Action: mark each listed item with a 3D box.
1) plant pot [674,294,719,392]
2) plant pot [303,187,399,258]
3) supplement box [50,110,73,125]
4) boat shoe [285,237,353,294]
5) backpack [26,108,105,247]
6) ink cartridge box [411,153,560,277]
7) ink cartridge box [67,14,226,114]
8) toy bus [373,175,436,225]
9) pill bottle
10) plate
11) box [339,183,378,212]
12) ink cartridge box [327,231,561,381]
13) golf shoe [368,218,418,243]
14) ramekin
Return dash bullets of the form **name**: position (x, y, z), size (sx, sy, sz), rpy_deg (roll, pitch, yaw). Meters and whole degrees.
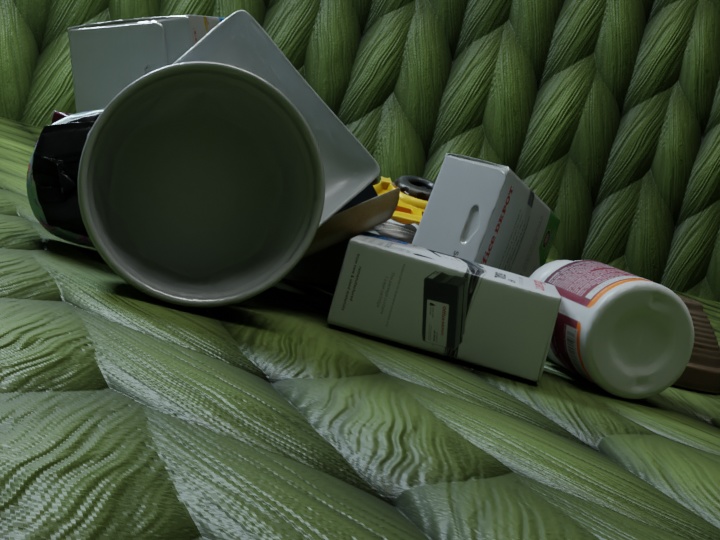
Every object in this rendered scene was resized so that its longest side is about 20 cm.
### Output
- **plant pot**: position (0.333, 0.068, 1.681), size (0.200, 0.093, 0.201), rpy_deg (15, 4, -1)
- **plant pot**: position (-0.048, -0.030, 1.429), size (0.200, 0.028, 0.200), rpy_deg (-24, 3, 1)
- **supplement box**: position (-0.332, -0.134, 1.799), size (0.061, 0.109, 0.200), rpy_deg (16, 6, 8)
- **boat shoe**: position (0.000, 0.000, 1.527), size (0.201, 0.072, 0.061), rpy_deg (18, 4, 41)
- **backpack**: position (-0.211, -0.081, 1.366), size (0.199, 0.167, 0.127), rpy_deg (-2, -9, -14)
- **ink cartridge box**: position (0.140, -0.030, 1.642), size (0.084, 0.146, 0.200), rpy_deg (17, -8, 28)
- **ink cartridge box**: position (-0.237, -0.217, 1.697), size (0.144, 0.148, 0.200), rpy_deg (-5, 7, 8)
- **toy bus**: position (0.026, -0.035, 1.806), size (0.200, 0.136, 0.192), rpy_deg (12, 21, -8)
- **pill bottle**: position (0.237, 0.051, 1.447), size (0.114, 0.114, 0.200), rpy_deg (14, 6, -16)
- **plate**: position (-0.114, -0.102, 1.314), size (0.200, 0.200, 0.032), rpy_deg (49, -22, -6)
- **box**: position (-0.065, -0.113, 1.570), size (0.141, 0.079, 0.200), rpy_deg (40, -6, 19)
- **ink cartridge box**: position (0.082, 0.031, 1.364), size (0.200, 0.084, 0.145), rpy_deg (16, 6, 4)
- **golf shoe**: position (-0.022, -0.041, 1.706), size (0.200, 0.095, 0.078), rpy_deg (19, -39, 0)
- **ramekin**: position (-0.136, -0.068, 1.219), size (0.200, 0.201, 0.105), rpy_deg (14, -4, -11)
